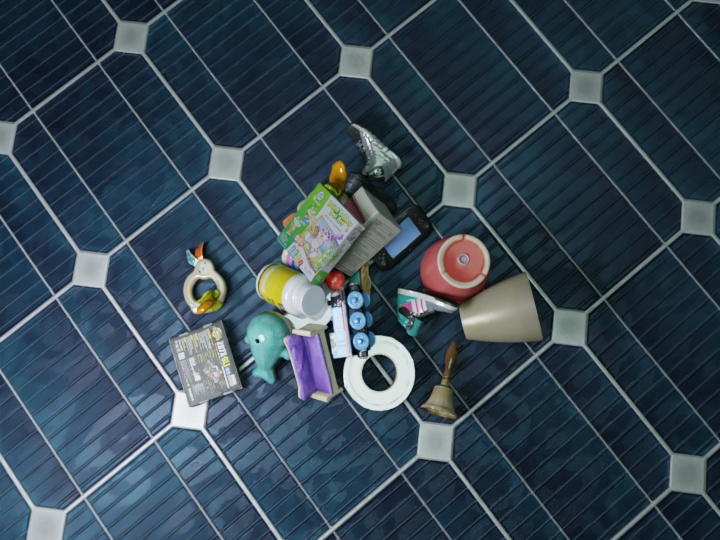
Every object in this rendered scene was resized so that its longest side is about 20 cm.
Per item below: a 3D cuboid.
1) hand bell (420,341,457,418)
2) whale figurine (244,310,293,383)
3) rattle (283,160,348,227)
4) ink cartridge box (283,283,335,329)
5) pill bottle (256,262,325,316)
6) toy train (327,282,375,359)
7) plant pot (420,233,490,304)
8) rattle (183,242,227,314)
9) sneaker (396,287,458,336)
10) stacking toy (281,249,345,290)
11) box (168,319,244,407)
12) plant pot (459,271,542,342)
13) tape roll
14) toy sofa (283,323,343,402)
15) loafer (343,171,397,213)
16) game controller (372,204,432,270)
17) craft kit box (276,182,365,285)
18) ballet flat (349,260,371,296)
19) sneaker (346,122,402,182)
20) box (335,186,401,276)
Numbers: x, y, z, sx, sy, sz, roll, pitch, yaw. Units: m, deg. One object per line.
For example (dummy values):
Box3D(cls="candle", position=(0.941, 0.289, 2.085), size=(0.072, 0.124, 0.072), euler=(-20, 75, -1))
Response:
Box3D(cls="hand bell", position=(0.239, 0.294, 1.676), size=(0.102, 0.104, 0.203), euler=(16, 72, 3))
Box3D(cls="whale figurine", position=(-0.259, 0.214, 1.656), size=(0.157, 0.103, 0.203), euler=(19, 106, 20))
Box3D(cls="rattle", position=(-0.125, -0.197, 1.688), size=(0.197, 0.143, 0.132), euler=(-18, 71, -13))
Box3D(cls="ink cartridge box", position=(-0.128, 0.113, 1.713), size=(0.109, 0.050, 0.200), euler=(42, 84, 7))
Box3D(cls="pill bottle", position=(-0.187, 0.055, 1.642), size=(0.198, 0.111, 0.113), euler=(19, 81, 45))
Box3D(cls="toy train", position=(-0.028, 0.137, 1.617), size=(0.112, 0.087, 0.204), euler=(-10, 85, 18))
Box3D(cls="plant pot", position=(0.269, -0.013, 1.660), size=(0.196, 0.177, 0.204), euler=(0, 81, 1))
Box3D(cls="rattle", position=(-0.454, 0.019, 1.690), size=(0.128, 0.143, 0.204), euler=(-8, 88, 18))
Box3D(cls="sneaker", position=(0.172, 0.123, 1.663), size=(0.198, 0.083, 0.123), euler=(13, 94, 44))
Box3D(cls="stacking toy", position=(-0.124, -0.005, 1.680), size=(0.199, 0.085, 0.086), euler=(34, 84, 27))
Box3D(cls="box", position=(-0.428, 0.260, 1.698), size=(0.157, 0.049, 0.203), euler=(-20, 82, -4))
Box3D(cls="plant pot", position=(0.375, 0.118, 1.653), size=(0.197, 0.187, 0.191), euler=(-14, 82, 13))
Box3D(cls="tape roll", position=(0.050, 0.282, 1.678), size=(0.198, 0.071, 0.207), euler=(0, 83, 0))
Box3D(cls="toy sofa", position=(-0.125, 0.250, 1.629), size=(0.097, 0.082, 0.204), euler=(-24, 107, -40))
Box3D(cls="loafer", position=(0.026, -0.204, 1.702), size=(0.068, 0.199, 0.071), euler=(26, 87, 48))
Box3D(cls="game controller", position=(0.111, -0.095, 1.731), size=(0.199, 0.042, 0.105), euler=(-41, 113, -5))
Box3D(cls="craft kit box", position=(-0.108, -0.098, 1.601), size=(0.198, 0.048, 0.200), euler=(-49, 52, 7))
Box3D(cls="ballet flat", position=(0.000, 0.000, 1.721), size=(0.062, 0.068, 0.204), euler=(20, 62, -40))
Box3D(cls="sneaker", position=(0.016, -0.331, 1.760), size=(0.199, 0.075, 0.116), euler=(39, 87, 5))
Box3D(cls="box", position=(-0.012, -0.103, 1.643), size=(0.200, 0.127, 0.110), euler=(-42, 52, 14))
